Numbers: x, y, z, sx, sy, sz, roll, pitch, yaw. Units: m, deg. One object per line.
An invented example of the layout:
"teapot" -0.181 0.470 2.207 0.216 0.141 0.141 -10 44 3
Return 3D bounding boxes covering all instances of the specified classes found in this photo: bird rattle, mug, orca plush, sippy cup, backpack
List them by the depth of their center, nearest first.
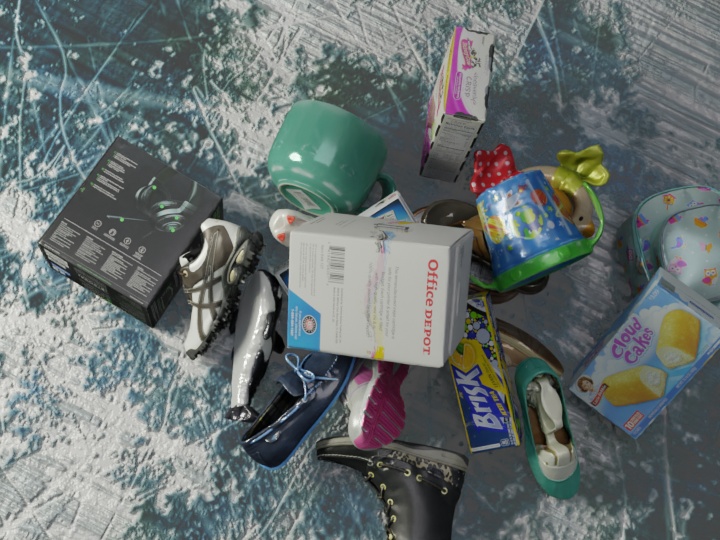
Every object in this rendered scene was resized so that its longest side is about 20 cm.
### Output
"sippy cup" 0.219 -0.056 1.315 0.177 0.140 0.131 -20 81 -23
"orca plush" -0.124 0.104 1.334 0.071 0.105 0.202 16 63 -35
"mug" -0.038 -0.138 1.383 0.184 0.152 0.115 25 73 2
"backpack" 0.463 -0.020 1.409 0.174 0.154 0.202 -15 67 -6
"bird rattle" 0.257 -0.110 1.417 0.198 0.113 0.164 1 54 -11

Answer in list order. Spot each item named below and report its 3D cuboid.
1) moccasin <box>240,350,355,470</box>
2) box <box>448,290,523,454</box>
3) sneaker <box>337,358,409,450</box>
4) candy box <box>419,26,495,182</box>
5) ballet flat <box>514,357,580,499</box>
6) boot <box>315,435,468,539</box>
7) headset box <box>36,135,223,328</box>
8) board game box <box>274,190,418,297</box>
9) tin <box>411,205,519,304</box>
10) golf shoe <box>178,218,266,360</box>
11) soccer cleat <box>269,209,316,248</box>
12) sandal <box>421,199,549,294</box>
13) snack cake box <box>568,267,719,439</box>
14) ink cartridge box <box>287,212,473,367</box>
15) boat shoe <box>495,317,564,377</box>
"moccasin" -0.077 0.158 1.270 0.068 0.080 0.201 39 76 -27
"box" 0.159 0.133 1.318 0.069 0.064 0.202 -13 93 15
"sneaker" 0.007 0.160 1.301 0.088 0.082 0.201 -20 28 23
"candy box" 0.134 -0.229 1.410 0.060 0.200 0.138 10 70 -4
"ballet flat" 0.248 0.214 1.308 0.067 0.070 0.202 -16 95 -4
"boot" 0.034 0.298 1.285 0.201 0.074 0.155 9 73 -2
"headset box" -0.302 -0.058 1.353 0.173 0.093 0.201 29 70 4
"board game box" 0.000 0.000 1.344 0.199 0.035 0.127 -32 103 3
"tin" 0.148 -0.025 1.429 0.198 0.042 0.113 18 66 -1
"golf shoe" -0.201 0.021 1.310 0.094 0.078 0.201 27 109 0
"soccer cleat" -0.037 -0.027 1.393 0.199 0.078 0.070 33 99 -11
"sandal" 0.179 -0.038 1.389 0.199 0.055 0.082 36 70 5
"snack cake box" 0.382 0.111 1.329 0.115 0.201 0.067 35 30 5
"ink cartridge box" 0.027 0.019 1.228 0.198 0.145 0.149 7 104 16
"boat shoe" 0.185 0.104 1.379 0.199 0.071 0.065 30 104 6
